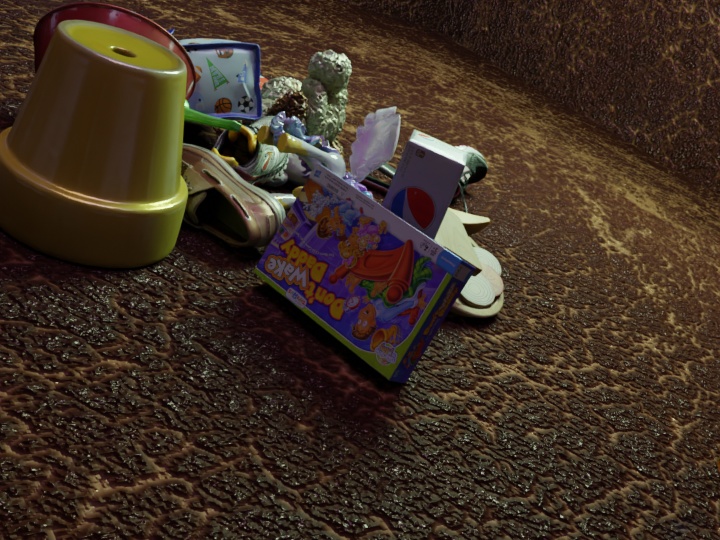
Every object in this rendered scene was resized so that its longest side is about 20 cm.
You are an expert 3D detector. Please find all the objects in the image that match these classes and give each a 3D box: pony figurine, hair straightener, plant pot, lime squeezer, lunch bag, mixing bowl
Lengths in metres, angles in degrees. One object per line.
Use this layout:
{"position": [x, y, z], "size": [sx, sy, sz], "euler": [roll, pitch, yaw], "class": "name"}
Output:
{"position": [-0.038, -0.122, 1.071], "size": [0.198, 0.165, 0.197], "euler": [20, 57, -38], "class": "pony figurine"}
{"position": [0.083, -0.142, 1.324], "size": [0.197, 0.078, 0.041], "euler": [28, 21, 12], "class": "hair straightener"}
{"position": [-0.259, -0.135, 0.846], "size": [0.197, 0.192, 0.202], "euler": [19, 22, -8], "class": "plant pot"}
{"position": [-0.202, -0.172, 0.954], "size": [0.069, 0.039, 0.199], "euler": [10, -4, -30], "class": "lime squeezer"}
{"position": [-0.258, -0.272, 1.185], "size": [0.196, 0.127, 0.169], "euler": [-8, 14, -26], "class": "lunch bag"}
{"position": [-0.302, -0.206, 1.004], "size": [0.196, 0.200, 0.111], "euler": [15, 62, -18], "class": "mixing bowl"}

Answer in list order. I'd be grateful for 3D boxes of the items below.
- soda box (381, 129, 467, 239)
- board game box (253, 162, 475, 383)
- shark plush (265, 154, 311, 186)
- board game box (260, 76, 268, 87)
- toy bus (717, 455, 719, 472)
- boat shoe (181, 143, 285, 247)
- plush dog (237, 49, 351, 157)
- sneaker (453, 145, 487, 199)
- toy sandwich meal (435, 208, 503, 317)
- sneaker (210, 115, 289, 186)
{"position": [0.049, -0.045, 0.920], "size": [0.067, 0.203, 0.064], "euler": [22, 22, 2], "class": "soda box"}
{"position": [0.000, 0.000, 0.857], "size": [0.199, 0.136, 0.045], "euler": [35, 6, 28], "class": "board game box"}
{"position": [-0.071, -0.153, 1.227], "size": [0.196, 0.093, 0.083], "euler": [8, -5, -19], "class": "shark plush"}
{"position": [-0.252, -0.333, 1.471], "size": [0.152, 0.041, 0.198], "euler": [35, 26, 26], "class": "board game box"}
{"position": [0.496, 0.239, 0.848], "size": [0.190, 0.137, 0.201], "euler": [27, 19, -36], "class": "toy bus"}
{"position": [-0.179, -0.087, 0.968], "size": [0.197, 0.077, 0.072], "euler": [27, 29, 20], "class": "boat shoe"}
{"position": [-0.108, -0.230, 1.288], "size": [0.170, 0.164, 0.198], "euler": [-21, 6, -41], "class": "plush dog"}
{"position": [0.156, -0.157, 1.454], "size": [0.197, 0.081, 0.087], "euler": [-11, 51, -41], "class": "sneaker"}
{"position": [0.116, -0.030, 1.058], "size": [0.203, 0.070, 0.207], "euler": [29, 33, -21], "class": "toy sandwich meal"}
{"position": [-0.140, -0.153, 1.084], "size": [0.077, 0.083, 0.201], "euler": [25, 38, 4], "class": "sneaker"}
